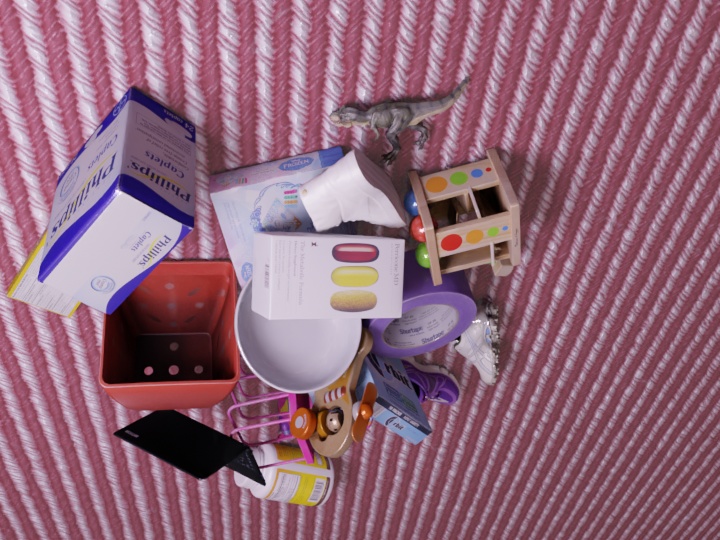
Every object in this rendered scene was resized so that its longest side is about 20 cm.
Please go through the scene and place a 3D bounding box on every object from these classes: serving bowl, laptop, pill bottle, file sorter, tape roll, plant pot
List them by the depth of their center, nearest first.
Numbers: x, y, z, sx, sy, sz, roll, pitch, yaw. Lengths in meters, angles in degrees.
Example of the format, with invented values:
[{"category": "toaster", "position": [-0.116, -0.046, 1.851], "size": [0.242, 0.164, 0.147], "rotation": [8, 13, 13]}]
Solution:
[{"category": "serving bowl", "position": [-0.100, 0.082, 1.144], "size": [0.195, 0.206, 0.066], "rotation": [8, 168, -21]}, {"category": "plant pot", "position": [-0.292, 0.119, 1.184], "size": [0.194, 0.205, 0.178], "rotation": [0, 149, -12]}, {"category": "laptop", "position": [-0.263, 0.300, 1.199], "size": [0.173, 0.104, 0.203], "rotation": [19, 144, 23]}, {"category": "tape roll", "position": [0.089, 0.058, 1.255], "size": [0.194, 0.087, 0.202], "rotation": [-12, 149, -7]}, {"category": "file sorter", "position": [-0.157, 0.216, 1.301], "size": [0.122, 0.203, 0.141], "rotation": [-10, 138, 2]}, {"category": "pill bottle", "position": [-0.159, 0.423, 1.577], "size": [0.196, 0.111, 0.110], "rotation": [19, 129, -30]}]

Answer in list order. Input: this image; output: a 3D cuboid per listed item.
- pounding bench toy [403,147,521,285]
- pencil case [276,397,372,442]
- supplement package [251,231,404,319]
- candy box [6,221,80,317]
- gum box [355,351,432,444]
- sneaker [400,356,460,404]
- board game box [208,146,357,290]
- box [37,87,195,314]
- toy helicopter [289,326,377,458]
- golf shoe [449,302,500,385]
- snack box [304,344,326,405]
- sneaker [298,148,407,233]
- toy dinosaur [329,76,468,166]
[{"category": "pounding bench toy", "position": [0.153, -0.051, 1.155], "size": [0.152, 0.126, 0.203], "rotation": [-14, 137, 2]}, {"category": "pencil case", "position": [-0.069, 0.279, 1.471], "size": [0.194, 0.090, 0.090], "rotation": [-7, 137, -8]}, {"category": "supplement package", "position": [-0.047, 0.006, 1.072], "size": [0.194, 0.109, 0.117], "rotation": [0, 95, -22]}, {"category": "candy box", "position": [-0.435, -0.012, 1.122], "size": [0.101, 0.027, 0.200], "rotation": [26, 124, -31]}, {"category": "gum box", "position": [0.032, 0.180, 1.301], "size": [0.044, 0.202, 0.169], "rotation": [-37, 135, 14]}, {"category": "sneaker", "position": [0.117, 0.230, 1.467], "size": [0.197, 0.085, 0.081], "rotation": [24, 127, -34]}, {"category": "board game box", "position": [-0.106, -0.073, 1.126], "size": [0.193, 0.044, 0.203], "rotation": [-14, 137, -4]}, {"category": "box", "position": [-0.300, -0.088, 0.949], "size": [0.104, 0.203, 0.183], "rotation": [30, 123, -36]}, {"category": "toy helicopter", "position": [-0.020, 0.185, 1.161], "size": [0.078, 0.205, 0.130], "rotation": [27, 166, -40]}, {"category": "golf shoe", "position": [0.215, 0.137, 1.419], "size": [0.094, 0.079, 0.203], "rotation": [-1, 133, 13]}, {"category": "snack box", "position": [-0.075, 0.153, 1.296], "size": [0.051, 0.144, 0.203], "rotation": [-13, 136, -1]}, {"category": "sneaker", "position": [-0.014, -0.094, 1.060], "size": [0.114, 0.075, 0.199], "rotation": [-27, 154, 16]}, {"category": "toy dinosaur", "position": [0.058, -0.200, 1.040], "size": [0.194, 0.048, 0.090], "rotation": [-14, 131, -5]}]
